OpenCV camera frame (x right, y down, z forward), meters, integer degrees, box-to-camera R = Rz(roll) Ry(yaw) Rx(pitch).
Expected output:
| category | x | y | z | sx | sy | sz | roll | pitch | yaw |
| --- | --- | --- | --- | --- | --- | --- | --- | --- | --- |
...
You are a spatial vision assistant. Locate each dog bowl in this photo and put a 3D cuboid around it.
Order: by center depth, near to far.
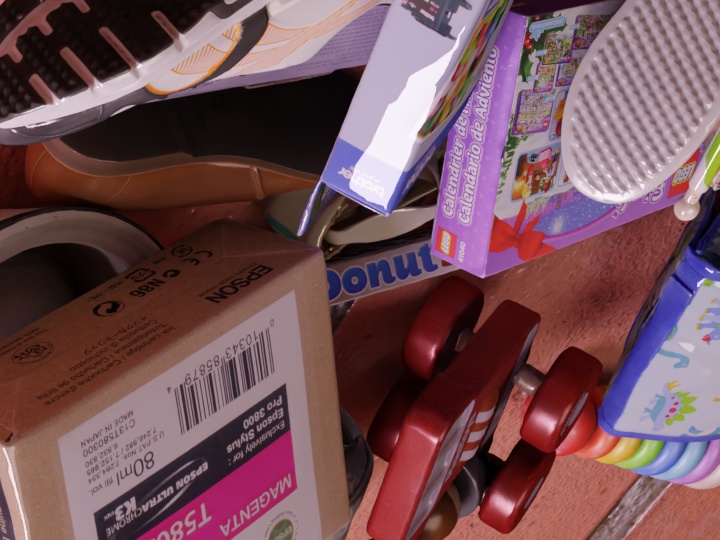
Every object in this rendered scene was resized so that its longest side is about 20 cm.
| category | x | y | z | sx | sy | sz | roll | pitch | yaw |
| --- | --- | --- | --- | --- | --- | --- | --- | --- | --- |
| dog bowl | -0.173 | 0.059 | 0.747 | 0.200 | 0.074 | 0.200 | -25 | 123 | -45 |

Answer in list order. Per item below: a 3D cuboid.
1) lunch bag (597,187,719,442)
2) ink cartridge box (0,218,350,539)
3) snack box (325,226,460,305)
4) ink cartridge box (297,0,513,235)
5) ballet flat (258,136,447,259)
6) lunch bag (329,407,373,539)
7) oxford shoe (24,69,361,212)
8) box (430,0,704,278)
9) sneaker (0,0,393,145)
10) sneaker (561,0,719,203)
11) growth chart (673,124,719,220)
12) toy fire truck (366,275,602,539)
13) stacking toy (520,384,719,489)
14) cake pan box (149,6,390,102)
| category | x | y | z | sx | sy | sz | roll | pitch | yaw |
| --- | --- | --- | --- | --- | --- | --- | --- | --- | --- |
| lunch bag | 0.260 | 0.025 | 1.076 | 0.200 | 0.127 | 0.170 | -20 | 144 | -36 |
| ink cartridge box | -0.097 | 0.091 | 0.735 | 0.200 | 0.075 | 0.165 | -34 | 128 | -42 |
| snack box | 0.000 | 0.000 | 0.885 | 0.200 | 0.072 | 0.024 | -15 | 97 | -26 |
| ink cartridge box | 0.038 | -0.108 | 0.674 | 0.200 | 0.042 | 0.119 | -63 | 175 | 37 |
| ballet flat | 0.043 | -0.061 | 0.848 | 0.200 | 0.069 | 0.069 | -27 | 145 | -10 |
| lunch bag | -0.085 | 0.173 | 0.958 | 0.168 | 0.139 | 0.200 | -13 | 141 | -29 |
| oxford shoe | -0.068 | -0.062 | 0.768 | 0.200 | 0.071 | 0.071 | -2 | 152 | -30 |
| box | 0.122 | -0.086 | 0.832 | 0.200 | 0.039 | 0.137 | -19 | 126 | -44 |
| sneaker | -0.061 | -0.097 | 0.630 | 0.200 | 0.074 | 0.080 | -28 | 147 | -7 |
| sneaker | 0.165 | -0.124 | 0.771 | 0.200 | 0.074 | 0.082 | -63 | 164 | 13 |
| growth chart | 0.247 | -0.110 | 0.801 | 0.200 | 0.018 | 0.145 | -26 | 150 | -34 |
| toy fire truck | 0.049 | 0.112 | 0.963 | 0.168 | 0.112 | 0.200 | -42 | 158 | -47 |
| stacking toy | 0.198 | 0.119 | 1.187 | 0.200 | 0.085 | 0.085 | 8 | 128 | -38 |
| cake pan box | -0.021 | -0.167 | 0.683 | 0.200 | 0.052 | 0.184 | -14 | 143 | -26 |
